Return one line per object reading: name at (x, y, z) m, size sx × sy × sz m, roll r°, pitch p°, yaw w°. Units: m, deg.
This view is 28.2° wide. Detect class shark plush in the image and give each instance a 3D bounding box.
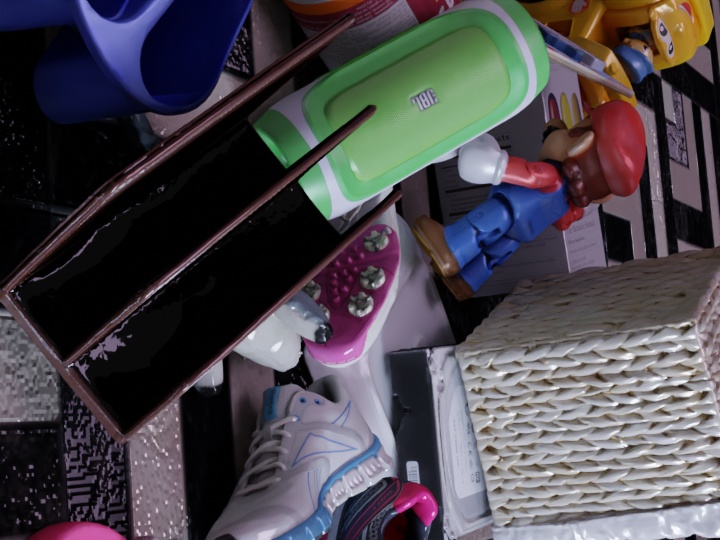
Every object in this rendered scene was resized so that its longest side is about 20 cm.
shark plush at (-0.099, -0.012, 0.854) m, size 0.200 × 0.091 × 0.083 m, roll 47°, pitch 18°, yaw -19°

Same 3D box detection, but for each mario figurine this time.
mario figurine at (0.131, -0.070, 1.116) m, size 0.106 × 0.199 × 0.123 m, roll 56°, pitch -2°, yaw 0°

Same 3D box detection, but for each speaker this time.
speaker at (0.028, -0.110, 0.957) m, size 0.199 × 0.088 × 0.089 m, roll -31°, pitch 117°, yaw -18°

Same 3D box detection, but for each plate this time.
plate at (0.035, 0.084, 1.089) m, size 0.201 × 0.032 × 0.200 m, roll 69°, pitch 29°, yaw -26°

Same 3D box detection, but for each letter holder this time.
letter holder at (-0.060, -0.028, 0.726) m, size 0.101 × 0.142 × 0.200 m, roll 50°, pitch 48°, yaw -4°

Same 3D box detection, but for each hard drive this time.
hard drive at (0.084, 0.125, 1.102) m, size 0.200 × 0.038 × 0.141 m, roll 2°, pitch 82°, yaw -65°

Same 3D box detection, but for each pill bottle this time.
pill bottle at (0.023, -0.176, 1.047) m, size 0.200 × 0.109 × 0.110 m, roll 52°, pitch 39°, yaw -45°

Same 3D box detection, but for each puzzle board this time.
puzzle board at (0.113, -0.206, 1.143) m, size 0.150 × 0.200 × 0.017 m, roll 14°, pitch 112°, yaw -44°

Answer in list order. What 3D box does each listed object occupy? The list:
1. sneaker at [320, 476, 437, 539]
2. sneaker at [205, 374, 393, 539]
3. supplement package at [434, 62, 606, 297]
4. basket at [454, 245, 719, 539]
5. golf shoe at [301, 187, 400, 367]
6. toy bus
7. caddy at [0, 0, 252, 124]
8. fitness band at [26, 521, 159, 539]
sneaker at (0.000, 0.228, 0.919) m, size 0.080 × 0.074 × 0.202 m, roll 28°, pitch 59°, yaw -40°
sneaker at (-0.050, 0.119, 0.885) m, size 0.087 × 0.074 × 0.200 m, roll 68°, pitch 23°, yaw -5°
supplement package at (0.134, -0.087, 1.245) m, size 0.114 × 0.109 × 0.202 m, roll -17°, pitch 98°, yaw -63°
basket at (0.200, 0.093, 1.083) m, size 0.198 × 0.198 × 0.162 m, roll -37°, pitch 115°, yaw -61°
golf shoe at (0.000, 0.000, 0.981) m, size 0.201 × 0.075 × 0.092 m, roll -82°, pitch 161°, yaw -46°
toy bus at (0.215, -0.203, 1.355) m, size 0.136 × 0.198 × 0.193 m, roll 54°, pitch 46°, yaw -42°
caddy at (-0.119, -0.169, 0.764) m, size 0.142 × 0.104 × 0.201 m, roll 57°, pitch 36°, yaw -38°
fitness band at (-0.125, 0.223, 0.728) m, size 0.201 × 0.037 × 0.144 m, roll 67°, pitch 30°, yaw -25°
